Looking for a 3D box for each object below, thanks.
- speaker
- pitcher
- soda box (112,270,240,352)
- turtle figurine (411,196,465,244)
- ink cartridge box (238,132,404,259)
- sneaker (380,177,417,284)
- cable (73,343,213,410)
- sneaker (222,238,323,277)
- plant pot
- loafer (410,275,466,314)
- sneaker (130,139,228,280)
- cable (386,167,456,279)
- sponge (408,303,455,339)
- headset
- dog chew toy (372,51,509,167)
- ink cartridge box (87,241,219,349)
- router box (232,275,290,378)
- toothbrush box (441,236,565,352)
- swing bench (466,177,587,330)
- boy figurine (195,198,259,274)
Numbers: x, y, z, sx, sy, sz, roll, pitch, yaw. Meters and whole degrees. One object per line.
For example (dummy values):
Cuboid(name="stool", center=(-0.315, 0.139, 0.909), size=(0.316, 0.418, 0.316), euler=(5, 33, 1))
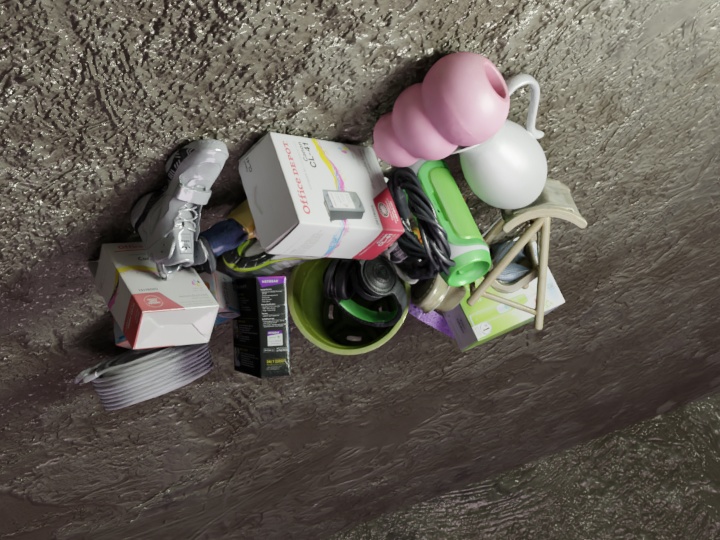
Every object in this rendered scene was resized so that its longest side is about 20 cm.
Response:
Cuboid(name="speaker", center=(0.123, -0.079, 1.626), size=(0.088, 0.201, 0.089), euler=(-18, 155, -9))
Cuboid(name="pitcher", center=(0.218, -0.189, 1.609), size=(0.171, 0.122, 0.200), euler=(-38, 140, 12))
Cuboid(name="soda box", center=(-0.286, 0.065, 1.680), size=(0.198, 0.064, 0.068), euler=(-20, 157, 23))
Cuboid(name="turtle figurine", center=(0.129, -0.049, 1.850), size=(0.199, 0.065, 0.161), euler=(-36, 152, 24))
Cuboid(name="ink cartridge box", center=(-0.053, -0.100, 1.497), size=(0.199, 0.149, 0.085), euler=(3, 149, -45))
Cuboid(name="sneaker", center=(0.039, -0.068, 1.652), size=(0.076, 0.081, 0.200), euler=(-29, 124, 12))
Cuboid(name="cable", center=(-0.336, 0.161, 1.765), size=(0.198, 0.070, 0.200), euler=(-14, -172, 28))
Cuboid(name="sneaker", center=(-0.123, -0.033, 1.680), size=(0.198, 0.075, 0.081), euler=(-8, 163, -19))
Cuboid(name="plant pot", center=(-0.013, 0.054, 1.823), size=(0.198, 0.202, 0.190), euler=(-23, 168, -1))
Cuboid(name="loafer", center=(0.136, 0.032, 1.776), size=(0.076, 0.068, 0.200), euler=(-47, 179, 18))
Cuboid(name="sneaker", center=(-0.227, -0.077, 1.436), size=(0.075, 0.116, 0.200), euler=(5, 143, -45))
Cuboid(name="cable", center=(0.083, -0.068, 1.525), size=(0.050, 0.165, 0.200), euler=(-14, 179, -10))
Cuboid(name="sponge", center=(0.111, 0.072, 2.019), size=(0.030, 0.111, 0.200), euler=(-57, 150, 2))
Cuboid(name="headset", center=(0.000, 0.000, 1.653), size=(0.122, 0.094, 0.201), euler=(-2, 135, 34))
Cuboid(name="dog chew toy", center=(0.101, -0.207, 1.467), size=(0.199, 0.126, 0.124), euler=(-28, 156, 29))
Cuboid(name="ink cartridge box", center=(-0.293, 0.019, 1.508), size=(0.116, 0.200, 0.068), euler=(-4, 126, -35))
Cuboid(name="router box", center=(-0.156, 0.085, 1.677), size=(0.051, 0.151, 0.200), euler=(-2, 180, -18))
Cuboid(name="toothbrush box", center=(0.247, 0.039, 1.982), size=(0.198, 0.147, 0.086), euler=(-20, 169, -24))
Cuboid(name="swing bench", center=(0.261, -0.045, 1.762), size=(0.129, 0.199, 0.202), euler=(19, 109, -4))
Cuboid(name="boy figurine", center=(-0.151, -0.067, 1.545), size=(0.199, 0.065, 0.124), euler=(-28, -159, -27))
